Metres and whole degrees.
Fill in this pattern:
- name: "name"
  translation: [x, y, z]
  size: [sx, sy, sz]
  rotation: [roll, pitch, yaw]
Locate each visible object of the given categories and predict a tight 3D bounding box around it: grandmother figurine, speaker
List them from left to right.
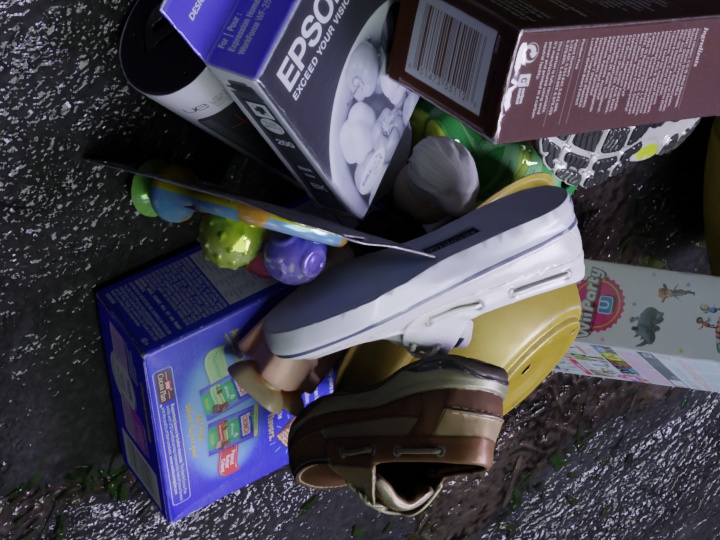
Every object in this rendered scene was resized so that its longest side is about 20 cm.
- name: "speaker"
  translation: [-0.054, -0.106, 1.332]
  size: [0.081, 0.081, 0.200]
  rotation: [-49, 142, 9]
- name: "grandmother figurine"
  translation: [0.000, 0.000, 1.376]
  size: [0.200, 0.061, 0.121]
  rotation: [-50, 167, 8]

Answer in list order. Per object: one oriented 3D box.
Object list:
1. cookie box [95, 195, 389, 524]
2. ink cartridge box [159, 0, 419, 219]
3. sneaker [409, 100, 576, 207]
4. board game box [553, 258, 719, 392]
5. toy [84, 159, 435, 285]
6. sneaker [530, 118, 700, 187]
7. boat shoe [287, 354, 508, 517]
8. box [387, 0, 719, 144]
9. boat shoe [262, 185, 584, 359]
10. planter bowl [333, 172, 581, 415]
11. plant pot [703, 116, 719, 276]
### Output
- name: "cookie box"
  translation: [-0.064, 0.052, 1.476]
  size: [0.199, 0.075, 0.172]
  rotation: [-25, 139, -21]
- name: "ink cartridge box"
  translation: [-0.014, -0.165, 1.262]
  size: [0.200, 0.043, 0.199]
  rotation: [50, 58, -49]
- name: "sneaker"
  translation: [0.087, -0.079, 1.490]
  size: [0.084, 0.074, 0.200]
  rotation: [-46, 151, 9]
- name: "board game box"
  translation: [0.194, 0.039, 1.566]
  size: [0.147, 0.199, 0.065]
  rotation: [36, 63, -67]
- name: "toy"
  translation: [-0.066, -0.022, 1.304]
  size: [0.115, 0.199, 0.048]
  rotation: [12, 97, -44]
- name: "sneaker"
  translation: [0.160, -0.113, 1.495]
  size: [0.200, 0.085, 0.077]
  rotation: [-14, 138, -53]
- name: "boat shoe"
  translation: [0.017, 0.111, 1.353]
  size: [0.075, 0.074, 0.200]
  rotation: [11, 157, -28]
- name: "box"
  translation: [0.123, -0.133, 1.302]
  size: [0.199, 0.100, 0.075]
  rotation: [-11, 123, -39]
- name: "boat shoe"
  translation: [0.042, 0.019, 1.308]
  size: [0.199, 0.071, 0.070]
  rotation: [-24, 112, -12]
- name: "planter bowl"
  translation: [0.081, 0.039, 1.423]
  size: [0.200, 0.083, 0.201]
  rotation: [-41, 164, -14]
- name: "plant pot"
  translation: [0.333, -0.066, 1.642]
  size: [0.200, 0.200, 0.142]
  rotation: [-35, 118, -9]
